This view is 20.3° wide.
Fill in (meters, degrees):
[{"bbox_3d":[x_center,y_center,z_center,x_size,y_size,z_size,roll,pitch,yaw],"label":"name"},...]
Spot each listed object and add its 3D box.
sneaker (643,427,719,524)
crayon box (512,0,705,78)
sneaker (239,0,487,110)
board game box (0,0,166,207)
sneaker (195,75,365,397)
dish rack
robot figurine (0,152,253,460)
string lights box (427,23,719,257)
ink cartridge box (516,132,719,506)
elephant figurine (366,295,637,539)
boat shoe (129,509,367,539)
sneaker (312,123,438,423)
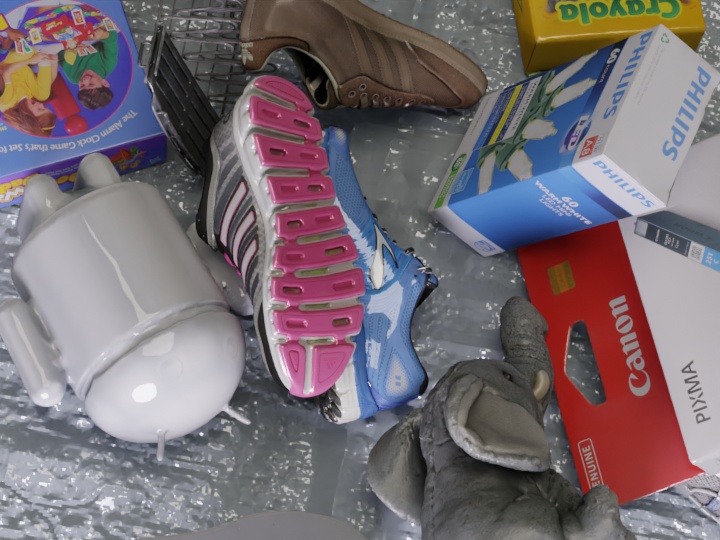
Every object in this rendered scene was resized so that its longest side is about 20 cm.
[{"bbox_3d":[0.266,0.165,1.282,0.199,0.075,0.082,26,73,9],"label":"sneaker"},{"bbox_3d":[0.172,-0.216,1.442,0.124,0.052,0.202,-5,69,-7],"label":"crayon box"},{"bbox_3d":[-0.002,-0.137,1.357,0.199,0.070,0.076,24,85,-34],"label":"sneaker"},{"bbox_3d":[-0.245,-0.115,1.362,0.198,0.045,0.135,-16,70,-12],"label":"board game box"},{"bbox_3d":[-0.056,-0.016,1.266,0.073,0.087,0.202,-5,78,-37],"label":"sneaker"},{"bbox_3d":[-0.091,-0.169,1.347,0.054,0.154,0.202,2,66,18],"label":"dish rack"},{"bbox_3d":[-0.146,0.025,1.277,0.169,0.113,0.201,-24,71,-23],"label":"robot figurine"},{"bbox_3d":[0.136,-0.080,1.301,0.059,0.200,0.103,35,66,-20],"label":"string lights box"},{"bbox_3d":[0.192,0.034,1.280,0.175,0.045,0.202,-23,64,19],"label":"ink cartridge box"},{"bbox_3d":[0.075,0.118,1.255,0.141,0.155,0.201,-29,70,10],"label":"elephant figurine"},{"bbox_3d":[-0.083,0.198,1.238,0.198,0.066,0.072,-6,63,-31],"label":"boat shoe"},{"bbox_3d":[0.000,0.000,1.332,0.088,0.079,0.202,-5,74,-19],"label":"sneaker"}]
